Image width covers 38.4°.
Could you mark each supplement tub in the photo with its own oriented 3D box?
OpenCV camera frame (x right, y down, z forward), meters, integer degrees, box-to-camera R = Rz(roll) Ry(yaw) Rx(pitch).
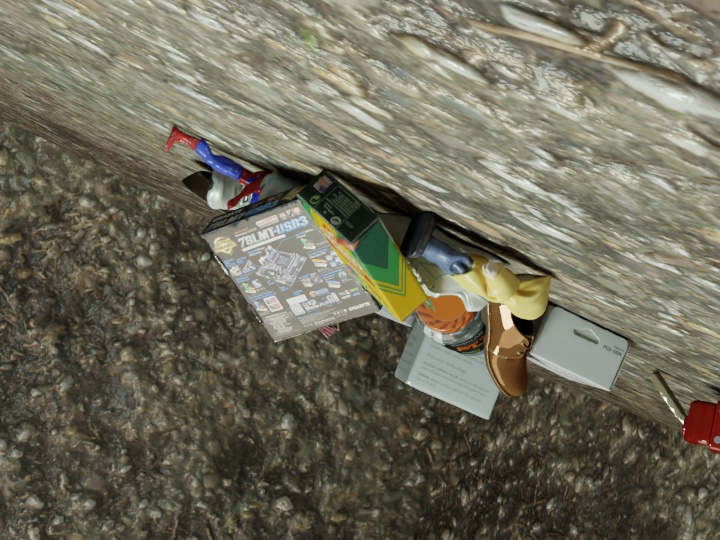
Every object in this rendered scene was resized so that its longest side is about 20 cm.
[{"bbox_3d":[0.154,0.061,1.607,0.121,0.124,0.200,22,176,22],"label":"supplement tub"}]

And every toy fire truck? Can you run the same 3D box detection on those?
[{"bbox_3d":[0.571,0.244,1.731,0.197,0.131,0.176,11,171,26],"label":"toy fire truck"}]

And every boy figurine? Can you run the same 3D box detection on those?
[{"bbox_3d":[0.148,-0.001,1.249,0.197,0.065,0.124,24,176,-12],"label":"boy figurine"}]

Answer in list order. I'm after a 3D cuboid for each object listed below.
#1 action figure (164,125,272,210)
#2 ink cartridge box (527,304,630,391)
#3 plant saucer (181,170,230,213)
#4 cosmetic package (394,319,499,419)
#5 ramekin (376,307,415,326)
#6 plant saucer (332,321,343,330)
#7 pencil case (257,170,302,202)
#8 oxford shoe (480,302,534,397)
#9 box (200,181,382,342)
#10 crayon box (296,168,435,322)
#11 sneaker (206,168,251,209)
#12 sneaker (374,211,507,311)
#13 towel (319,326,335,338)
[{"bbox_3d":[-0.198,-0.123,1.507,0.197,0.101,0.065,22,178,-10],"label":"action figure"},{"bbox_3d":[0.320,0.118,1.649,0.145,0.084,0.200,25,177,-5],"label":"ink cartridge box"},{"bbox_3d":[-0.219,-0.124,1.822,0.198,0.035,0.200,30,-172,-4],"label":"plant saucer"},{"bbox_3d":[0.179,0.134,1.856,0.163,0.203,0.165,23,176,-6],"label":"cosmetic package"},{"bbox_3d":[0.027,0.018,1.936,0.197,0.107,0.200,25,176,2],"label":"ramekin"},{"bbox_3d":[-0.071,-0.004,1.569,0.202,0.036,0.201,59,172,13],"label":"plant saucer"},{"bbox_3d":[-0.053,-0.066,1.453,0.197,0.084,0.091,23,157,4],"label":"pencil case"},{"bbox_3d":[0.226,0.108,1.526,0.071,0.071,0.203,16,131,43],"label":"oxford shoe"},{"bbox_3d":[-0.091,-0.009,1.427,0.198,0.050,0.200,-18,117,32],"label":"box"},{"bbox_3d":[0.010,-0.019,1.272,0.127,0.051,0.201,43,172,43],"label":"crayon box"},{"bbox_3d":[-0.181,-0.122,1.641,0.080,0.077,0.200,14,-178,17],"label":"sneaker"},{"bbox_3d":[0.090,-0.013,1.331,0.198,0.081,0.070,26,178,-6],"label":"sneaker"},{"bbox_3d":[-0.116,0.008,1.680,0.200,0.023,0.145,48,-171,-29],"label":"towel"}]
